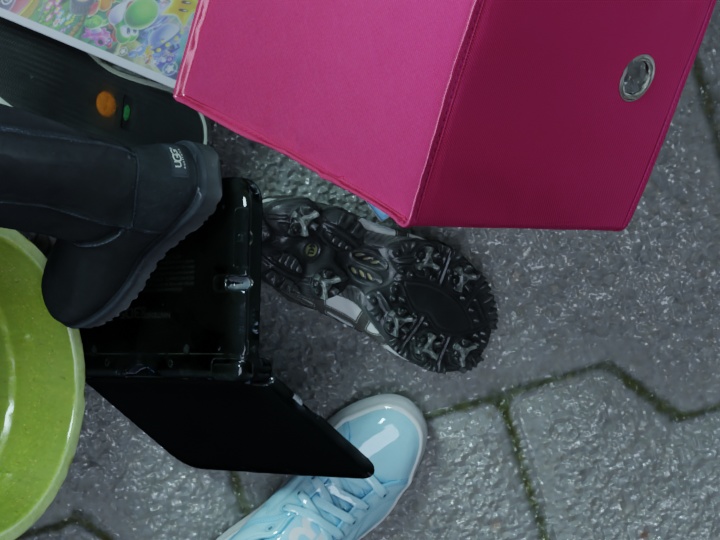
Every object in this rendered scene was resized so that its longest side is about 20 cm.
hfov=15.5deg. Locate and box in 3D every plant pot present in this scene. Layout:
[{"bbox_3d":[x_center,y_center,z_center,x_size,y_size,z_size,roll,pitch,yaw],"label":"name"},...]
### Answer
[{"bbox_3d":[-0.303,0.068,1.610,0.189,0.200,0.201,0,111,37],"label":"plant pot"}]

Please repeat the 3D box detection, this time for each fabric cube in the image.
[{"bbox_3d":[0.052,-0.147,1.468,0.200,0.199,0.197,31,109,37],"label":"fabric cube"}]

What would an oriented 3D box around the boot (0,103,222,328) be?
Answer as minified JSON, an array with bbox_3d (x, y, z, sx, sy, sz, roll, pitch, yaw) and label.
[{"bbox_3d":[-0.203,-0.033,1.502,0.199,0.066,0.165,6,140,-41],"label":"boot"}]

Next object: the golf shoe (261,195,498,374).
[{"bbox_3d":[0.000,0.000,1.663,0.200,0.094,0.078,31,85,-33],"label":"golf shoe"}]

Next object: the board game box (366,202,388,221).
[{"bbox_3d":[0.053,-0.142,1.632,0.200,0.034,0.135,-35,104,10],"label":"board game box"}]

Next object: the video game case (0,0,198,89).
[{"bbox_3d":[-0.104,-0.176,1.510,0.200,0.018,0.143,21,115,-42],"label":"video game case"}]

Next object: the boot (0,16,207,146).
[{"bbox_3d":[-0.209,-0.097,1.573,0.200,0.144,0.073,28,65,-42],"label":"boot"}]

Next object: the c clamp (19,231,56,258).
[{"bbox_3d":[-0.268,-0.055,1.602,0.199,0.171,0.027,23,70,-13],"label":"c clamp"}]

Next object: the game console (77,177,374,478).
[{"bbox_3d":[-0.090,0.037,1.629,0.116,0.200,0.177,4,86,-40],"label":"game console"}]

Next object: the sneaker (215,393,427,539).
[{"bbox_3d":[-0.030,0.167,1.703,0.074,0.082,0.200,40,103,-12],"label":"sneaker"}]
